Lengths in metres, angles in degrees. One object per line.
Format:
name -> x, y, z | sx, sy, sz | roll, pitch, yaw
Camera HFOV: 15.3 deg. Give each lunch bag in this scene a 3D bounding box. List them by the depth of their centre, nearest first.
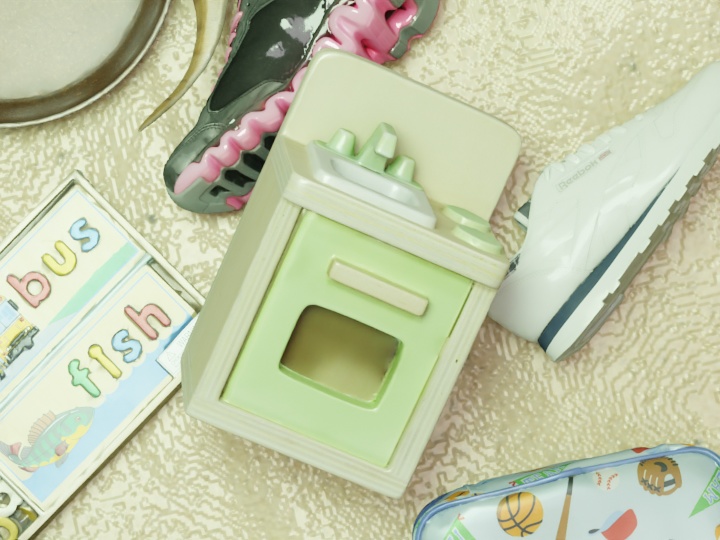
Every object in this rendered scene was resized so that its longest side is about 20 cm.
lunch bag -> 0.124, 0.186, 1.486 | 0.199, 0.076, 0.161 | -13, 87, -1

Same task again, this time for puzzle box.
puzzle box -> -0.185, 0.057, 1.526 | 0.133, 0.025, 0.200 | 43, 87, 5

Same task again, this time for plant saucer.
plant saucer -> -0.204, -0.179, 1.545 | 0.199, 0.034, 0.201 | 0, 83, 0

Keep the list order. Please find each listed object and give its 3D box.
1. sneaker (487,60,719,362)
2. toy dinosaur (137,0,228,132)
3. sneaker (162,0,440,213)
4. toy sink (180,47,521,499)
sneaker -> 0.143, -0.046, 1.511 | 0.080, 0.076, 0.200 | 37, 85, 14
toy dinosaur -> -0.083, -0.180, 1.512 | 0.106, 0.060, 0.201 | -14, 76, 15
sneaker -> -0.048, -0.121, 1.528 | 0.200, 0.079, 0.095 | -46, 64, -4
toy sink -> 0.000, 0.000, 1.450 | 0.130, 0.112, 0.201 | 23, 101, -11
